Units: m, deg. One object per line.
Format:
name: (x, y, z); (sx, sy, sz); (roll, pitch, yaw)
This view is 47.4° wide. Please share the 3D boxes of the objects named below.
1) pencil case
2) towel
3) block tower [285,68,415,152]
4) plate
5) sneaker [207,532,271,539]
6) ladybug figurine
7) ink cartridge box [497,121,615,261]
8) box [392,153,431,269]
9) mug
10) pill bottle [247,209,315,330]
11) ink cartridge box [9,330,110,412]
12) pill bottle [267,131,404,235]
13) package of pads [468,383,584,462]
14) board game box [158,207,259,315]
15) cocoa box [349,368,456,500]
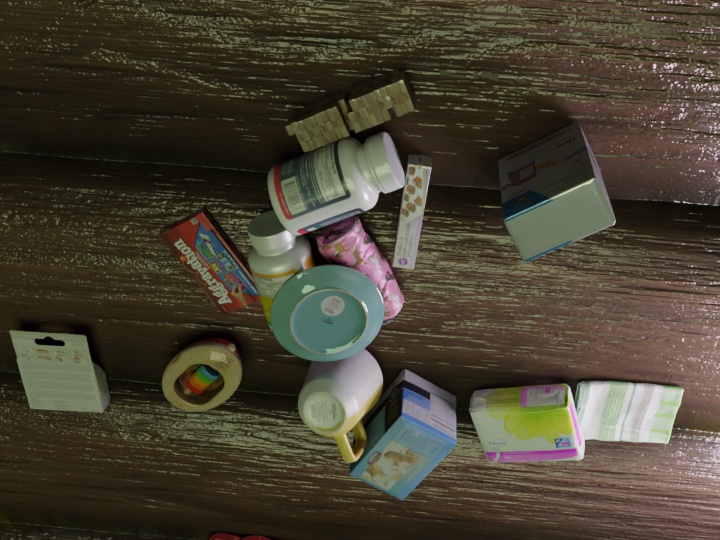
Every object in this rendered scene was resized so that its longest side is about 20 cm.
pencil case: (0.000, 0.000, 1.419); (0.082, 0.087, 0.201); (-9, 125, 34)
towel: (0.513, 0.279, 1.593); (0.196, 0.031, 0.151); (3, 126, 4)
block tower: (-0.015, -0.245, 1.266); (0.197, 0.054, 0.058); (-17, 121, 17)
plate: (-0.055, 0.082, 1.394); (0.197, 0.026, 0.203); (-3, 123, -5)
sneaker: (-0.265, 0.686, 1.941); (0.197, 0.079, 0.117); (13, 135, 11)
ladybug figurine: (-0.302, 0.195, 1.590); (0.135, 0.072, 0.199); (41, 120, -21)
ink cartridge box: (0.288, -0.123, 1.234); (0.143, 0.201, 0.085); (-24, 116, 20)
box: (0.085, -0.096, 1.369); (0.038, 0.042, 0.202); (8, 124, 0)
mug: (-0.032, 0.242, 1.515); (0.186, 0.153, 0.150); (42, 111, 0)
pill bottle: (-0.131, 0.003, 1.415); (0.111, 0.113, 0.202); (-7, 125, 10)
ink cartridge box: (-0.598, 0.193, 1.640); (0.158, 0.050, 0.203); (3, 121, 4)
pill bottle: (-0.036, -0.142, 1.301); (0.197, 0.120, 0.121); (-18, 122, 17)
package of pads: (0.320, 0.297, 1.585); (0.197, 0.069, 0.156); (-8, 124, 23)
board game box: (-0.263, -0.012, 1.476); (0.102, 0.020, 0.201); (-23, 120, 22)
cocoa box: (0.083, 0.323, 1.605); (0.132, 0.132, 0.201); (28, 123, -13)
